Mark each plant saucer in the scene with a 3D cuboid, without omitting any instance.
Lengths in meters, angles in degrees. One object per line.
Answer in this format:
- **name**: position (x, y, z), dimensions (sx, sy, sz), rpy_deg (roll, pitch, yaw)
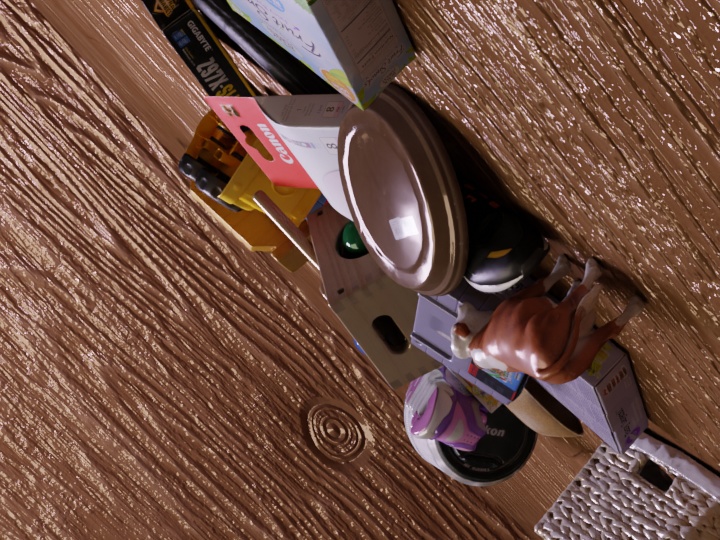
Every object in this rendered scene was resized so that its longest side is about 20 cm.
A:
- **plant saucer**: position (0.175, 0.122, 1.562), dimensions (0.200, 0.035, 0.200), rpy_deg (45, -169, -11)
- **plant saucer**: position (0.032, -0.068, 1.218), dimensions (0.200, 0.029, 0.201), rpy_deg (48, 149, 41)

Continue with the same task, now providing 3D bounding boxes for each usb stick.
- **usb stick**: position (-0.095, -0.223, 1.398), dimensions (0.200, 0.033, 0.055), rpy_deg (44, 172, 11)

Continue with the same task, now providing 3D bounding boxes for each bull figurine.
- **bull figurine**: position (0.150, 0.045, 1.151), dimensions (0.065, 0.121, 0.200), rpy_deg (48, 172, -19)

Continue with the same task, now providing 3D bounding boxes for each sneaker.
- **sneaker**: position (0.088, -0.044, 1.212), dimensions (0.090, 0.070, 0.200), rpy_deg (45, 176, -26)
- **sneaker**: position (0.108, 0.158, 1.638), dimensions (0.088, 0.081, 0.200), rpy_deg (26, -163, -8)

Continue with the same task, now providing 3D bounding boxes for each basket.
- **basket**: position (0.328, 0.302, 1.451), dimensions (0.200, 0.161, 0.198), rpy_deg (47, 172, -29)

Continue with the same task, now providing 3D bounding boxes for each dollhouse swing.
- **dollhouse swing**: position (-0.122, -0.080, 1.894), dimensions (0.200, 0.182, 0.176), rpy_deg (42, 157, 18)

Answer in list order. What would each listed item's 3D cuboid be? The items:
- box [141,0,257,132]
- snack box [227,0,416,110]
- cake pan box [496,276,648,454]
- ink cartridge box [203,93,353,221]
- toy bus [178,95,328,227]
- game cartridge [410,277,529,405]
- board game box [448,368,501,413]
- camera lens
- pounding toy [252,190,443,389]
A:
- **box**: position (-0.190, -0.264, 1.536), dimensions (0.160, 0.049, 0.200), rpy_deg (57, -178, 37)
- **snack box**: position (-0.058, -0.230, 1.007), dimensions (0.169, 0.068, 0.200), rpy_deg (40, 173, 30)
- **cake pan box**: position (0.201, 0.086, 1.390), dimensions (0.184, 0.052, 0.200), rpy_deg (43, 173, 33)
- **ink cartridge box**: position (-0.053, -0.112, 1.402), dimensions (0.199, 0.057, 0.163), rpy_deg (0, 147, 32)
- **toy bus**: position (-0.112, -0.128, 1.739), dimensions (0.192, 0.136, 0.200), rpy_deg (31, -177, -29)
- **game cartridge**: position (0.112, 0.067, 1.346), dimensions (0.129, 0.038, 0.200), rpy_deg (37, 163, 12)
- **board game box**: position (0.124, 0.089, 1.678), dimensions (0.134, 0.034, 0.200), rpy_deg (46, -170, -6)
- **camera lens**: position (0.153, 0.213, 1.940), dimensions (0.160, 0.160, 0.200), rpy_deg (46, 173, -9)
- **pounding toy**: position (0.000, 0.000, 1.511), dimensions (0.200, 0.142, 0.185), rpy_deg (54, -167, -40)
